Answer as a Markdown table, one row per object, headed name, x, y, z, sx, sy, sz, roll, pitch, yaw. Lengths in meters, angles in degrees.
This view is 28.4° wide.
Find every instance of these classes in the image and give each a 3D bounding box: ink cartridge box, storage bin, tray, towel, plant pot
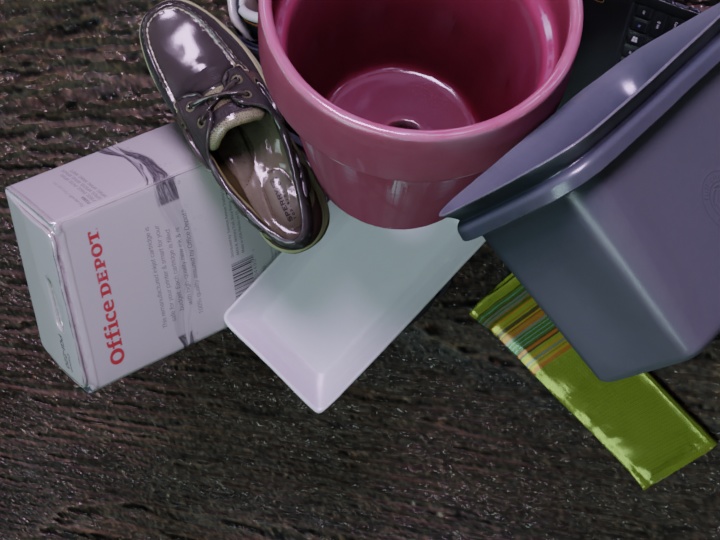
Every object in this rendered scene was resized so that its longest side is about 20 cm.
| name | x | y | z | sx | sy | sz | roll | pitch | yaw |
| --- | --- | --- | --- | --- | --- | --- | --- | --- | --- |
| ink cartridge box | -0.148 | -0.021 | 1.060 | 0.085 | 0.199 | 0.147 | 31 | 137 | 44 |
| storage bin | 0.159 | -0.036 | 0.803 | 0.135 | 0.200 | 0.145 | 55 | 146 | -6 |
| tray | 0.000 | 0.000 | 1.077 | 0.107 | 0.200 | 0.022 | 44 | -179 | -2 |
| towel | 0.177 | 0.081 | 1.096 | 0.200 | 0.018 | 0.086 | 45 | 138 | -1 |
| plant pot | 0.031 | -0.123 | 0.929 | 0.199 | 0.201 | 0.179 | 33 | 156 | 12 |

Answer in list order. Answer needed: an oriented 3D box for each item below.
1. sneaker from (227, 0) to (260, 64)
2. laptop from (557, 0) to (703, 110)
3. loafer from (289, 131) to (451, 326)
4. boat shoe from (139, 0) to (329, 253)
| name | x | y | z | sx | sy | sz | roll | pitch | yaw |
| --- | --- | --- | --- | --- | --- | --- | --- | --- | --- |
| sneaker | -0.052 | -0.170 | 1.033 | 0.078 | 0.079 | 0.202 | 15 | 131 | 27 |
| laptop | 0.191 | -0.065 | 0.907 | 0.198 | 0.104 | 0.178 | 22 | 133 | 10 |
| loafer | -0.021 | -0.034 | 1.112 | 0.199 | 0.063 | 0.072 | 39 | 157 | 4 |
| boat shoe | -0.085 | -0.103 | 0.981 | 0.201 | 0.073 | 0.065 | 54 | 179 | -3 |
